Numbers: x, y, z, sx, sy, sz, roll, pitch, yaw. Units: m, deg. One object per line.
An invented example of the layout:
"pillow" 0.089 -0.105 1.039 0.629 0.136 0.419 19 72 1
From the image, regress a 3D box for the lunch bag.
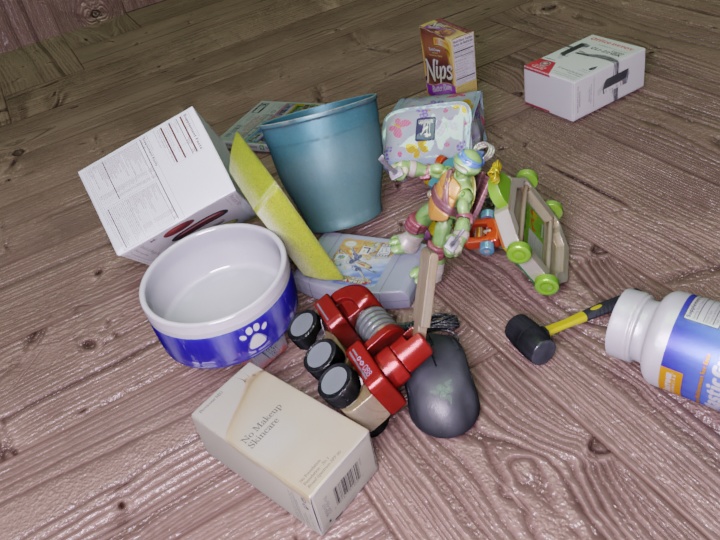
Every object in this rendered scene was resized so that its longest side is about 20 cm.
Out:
"lunch bag" 0.134 -0.243 1.226 0.166 0.129 0.201 0 34 21

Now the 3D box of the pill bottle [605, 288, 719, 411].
"pill bottle" 0.381 0.090 0.750 0.198 0.114 0.112 20 47 36

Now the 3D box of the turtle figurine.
"turtle figurine" 0.082 -0.072 0.919 0.142 0.196 0.201 28 45 9

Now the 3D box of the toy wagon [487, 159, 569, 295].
"toy wagon" 0.225 -0.068 0.929 0.039 0.200 0.157 -24 35 38

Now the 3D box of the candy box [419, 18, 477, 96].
"candy box" 0.175 -0.374 1.328 0.056 0.203 0.117 -23 38 -16

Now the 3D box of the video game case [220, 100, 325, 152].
"video game case" -0.196 -0.323 1.516 0.179 0.022 0.201 9 41 25

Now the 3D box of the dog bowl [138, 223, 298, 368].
"dog bowl" -0.184 0.029 0.898 0.196 0.080 0.202 -8 40 7

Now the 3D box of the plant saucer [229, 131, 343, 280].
"plant saucer" -0.121 -0.084 1.002 0.048 0.201 0.200 -36 40 -2

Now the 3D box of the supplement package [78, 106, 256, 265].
"supplement package" -0.293 -0.121 1.080 0.198 0.149 0.191 -29 -6 0

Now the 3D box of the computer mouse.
"computer mouse" 0.084 0.118 0.845 0.136 0.053 0.201 -15 37 -5

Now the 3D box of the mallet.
"mallet" 0.286 0.067 0.872 0.196 0.042 0.066 -15 36 -10

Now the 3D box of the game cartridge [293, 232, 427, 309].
"game cartridge" 0.000 0.000 1.036 0.196 0.042 0.134 8 37 24

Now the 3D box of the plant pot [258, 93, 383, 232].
"plant pot" -0.048 -0.171 1.118 0.196 0.191 0.200 -13 17 4

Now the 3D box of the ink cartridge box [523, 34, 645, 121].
"ink cartridge box" 0.452 -0.393 1.372 0.198 0.085 0.144 -27 39 -19

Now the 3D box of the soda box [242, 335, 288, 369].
"soda box" -0.194 0.066 0.973 0.198 0.069 0.063 25 51 37

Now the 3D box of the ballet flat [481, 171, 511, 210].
"ballet flat" 0.243 -0.102 1.064 0.067 0.076 0.200 -21 38 -19

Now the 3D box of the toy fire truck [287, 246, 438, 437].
"toy fire truck" 0.022 0.063 0.815 0.199 0.129 0.176 -39 37 0

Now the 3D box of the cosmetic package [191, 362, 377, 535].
"cosmetic package" -0.088 0.197 0.778 0.198 0.074 0.103 21 48 35

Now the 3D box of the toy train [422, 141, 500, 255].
"toy train" 0.168 -0.102 1.082 0.147 0.056 0.203 -9 57 22
